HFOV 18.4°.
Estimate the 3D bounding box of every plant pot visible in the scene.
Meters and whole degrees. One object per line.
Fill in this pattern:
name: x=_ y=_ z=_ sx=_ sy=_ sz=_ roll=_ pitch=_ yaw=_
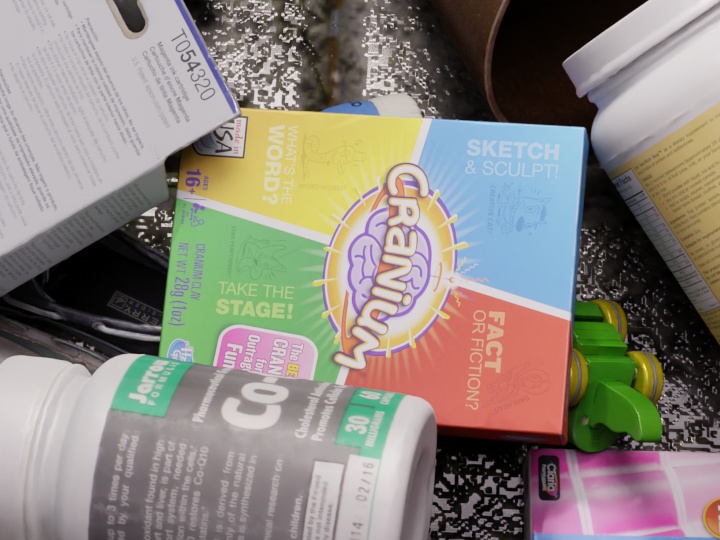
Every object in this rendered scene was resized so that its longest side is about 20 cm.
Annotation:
plant pot: x=0.095 y=-0.200 z=1.206 sx=0.187 sy=0.187 sz=0.200 roll=-28 pitch=53 yaw=-13

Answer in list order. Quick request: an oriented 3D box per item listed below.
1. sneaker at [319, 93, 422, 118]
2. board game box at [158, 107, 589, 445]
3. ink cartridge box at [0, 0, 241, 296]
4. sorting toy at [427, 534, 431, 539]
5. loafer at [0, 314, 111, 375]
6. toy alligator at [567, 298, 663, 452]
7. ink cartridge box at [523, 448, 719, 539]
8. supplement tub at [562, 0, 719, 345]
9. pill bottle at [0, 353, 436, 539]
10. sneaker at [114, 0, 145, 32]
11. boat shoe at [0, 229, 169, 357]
sneaker: x=0.000 y=0.001 z=1.149 sx=0.111 sy=0.077 sz=0.200 roll=-12 pitch=62 yaw=-13
board game box: x=0.007 y=0.001 z=1.086 sx=0.199 sy=0.040 sz=0.153 roll=3 pitch=80 yaw=9
ink cartridge box: x=-0.178 y=-0.094 z=1.122 sx=0.200 sy=0.043 sz=0.197 roll=-29 pitch=63 yaw=2
sorting toy: x=-0.066 y=0.162 z=1.050 sx=0.199 sy=0.037 sz=0.185 roll=7 pitch=32 yaw=0
loafer: x=-0.212 y=0.040 z=1.143 sx=0.200 sy=0.072 sz=0.063 roll=26 pitch=49 yaw=4
toy alligator: x=0.098 y=0.033 z=1.150 sx=0.059 sy=0.054 sz=0.200 roll=4 pitch=37 yaw=-31
ink cartridge box: x=0.182 y=0.141 z=1.115 sx=0.199 sy=0.037 sz=0.095 roll=2 pitch=64 yaw=-2
supplement tub: x=0.204 y=-0.052 z=1.093 sx=0.145 sy=0.145 sz=0.200 roll=-33 pitch=89 yaw=-15
pill bottle: x=-0.072 y=0.100 z=1.016 sx=0.199 sy=0.113 sz=0.113 roll=8 pitch=65 yaw=9
sneaker: x=-0.160 y=-0.132 z=1.211 sx=0.079 sy=0.075 sz=0.200 roll=44 pitch=78 yaw=5
boat shoe: x=-0.162 y=-0.004 z=1.154 sx=0.200 sy=0.068 sz=0.072 roll=26 pitch=67 yaw=10
